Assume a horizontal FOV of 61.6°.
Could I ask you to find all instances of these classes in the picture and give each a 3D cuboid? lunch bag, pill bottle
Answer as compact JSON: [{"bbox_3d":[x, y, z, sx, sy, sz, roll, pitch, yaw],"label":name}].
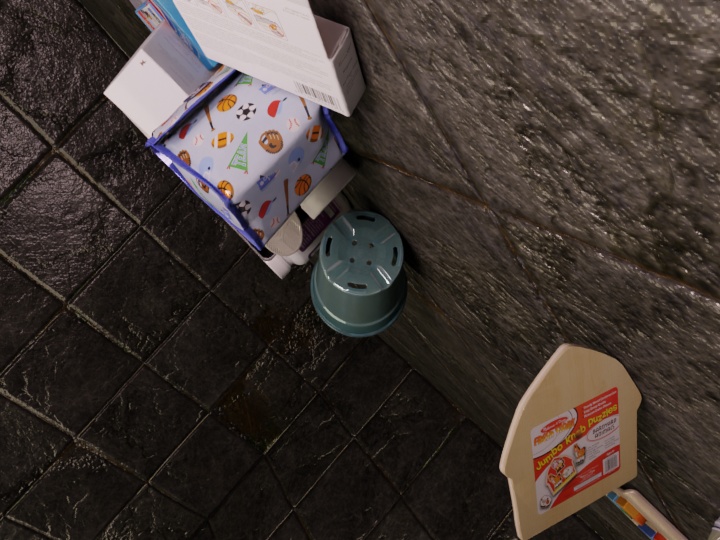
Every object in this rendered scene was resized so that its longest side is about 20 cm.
[{"bbox_3d":[-0.143,-0.159,0.711,0.199,0.170,0.125,38,167,29],"label":"lunch bag"},{"bbox_3d":[-0.118,-0.086,1.199,0.112,0.201,0.112,42,174,6],"label":"pill bottle"},{"bbox_3d":[-0.106,-0.183,0.897,0.200,0.114,0.114,46,174,-5],"label":"pill bottle"}]

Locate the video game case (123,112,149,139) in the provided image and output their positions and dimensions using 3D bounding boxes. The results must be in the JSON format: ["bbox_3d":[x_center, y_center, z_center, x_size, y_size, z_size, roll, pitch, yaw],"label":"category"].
[{"bbox_3d":[-0.330,-0.285,1.091,0.178,0.036,0.200,-25,117,38],"label":"video game case"}]

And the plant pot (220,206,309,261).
[{"bbox_3d":[-0.152,-0.166,1.046,0.200,0.200,0.178,44,-175,-5],"label":"plant pot"}]

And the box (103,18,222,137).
[{"bbox_3d":[-0.275,-0.295,0.907,0.124,0.096,0.203,43,-148,-29],"label":"box"}]

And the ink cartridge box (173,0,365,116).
[{"bbox_3d":[-0.099,-0.244,0.578,0.196,0.044,0.174,27,167,18],"label":"ink cartridge box"}]

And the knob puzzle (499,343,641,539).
[{"bbox_3d":[0.228,0.171,0.664,0.220,0.220,0.030,47,172,-27],"label":"knob puzzle"}]

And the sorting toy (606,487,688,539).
[{"bbox_3d":[0.557,0.493,1.176,0.185,0.036,0.200,45,173,14],"label":"sorting toy"}]

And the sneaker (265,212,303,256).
[{"bbox_3d":[-0.159,-0.112,0.934,0.202,0.074,0.085,55,178,-31],"label":"sneaker"}]

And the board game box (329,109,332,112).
[{"bbox_3d":[-0.111,-0.265,0.765,0.200,0.037,0.151,48,172,-8],"label":"board game box"}]

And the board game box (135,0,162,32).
[{"bbox_3d":[-0.301,-0.400,1.078,0.201,0.056,0.195,50,173,-31],"label":"board game box"}]

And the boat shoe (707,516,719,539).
[{"bbox_3d":[0.510,0.392,0.728,0.199,0.062,0.072,41,173,27],"label":"boat shoe"}]

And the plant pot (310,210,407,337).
[{"bbox_3d":[0.000,0.000,1.098,0.200,0.200,0.197,43,166,11],"label":"plant pot"}]

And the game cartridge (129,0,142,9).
[{"bbox_3d":[-0.435,-0.546,1.157,0.129,0.039,0.201,38,170,29],"label":"game cartridge"}]

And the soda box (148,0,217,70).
[{"bbox_3d":[-0.252,-0.380,0.827,0.201,0.068,0.064,48,172,-23],"label":"soda box"}]
